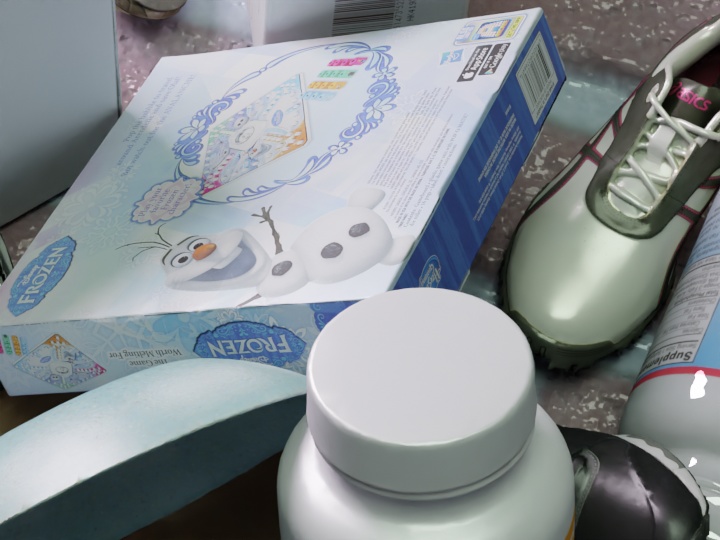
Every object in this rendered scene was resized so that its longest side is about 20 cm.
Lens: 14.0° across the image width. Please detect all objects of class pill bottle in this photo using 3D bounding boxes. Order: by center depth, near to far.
[{"bbox_3d":[0.026,0.107,1.102,0.111,0.201,0.112,-1,42,1],"label":"pill bottle"},{"bbox_3d":[0.176,0.049,1.254,0.108,0.109,0.201,21,61,8],"label":"pill bottle"}]

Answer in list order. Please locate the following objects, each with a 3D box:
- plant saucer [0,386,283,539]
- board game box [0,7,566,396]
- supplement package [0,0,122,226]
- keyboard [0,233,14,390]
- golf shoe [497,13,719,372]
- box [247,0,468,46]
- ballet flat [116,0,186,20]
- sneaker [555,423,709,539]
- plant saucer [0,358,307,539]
[{"bbox_3d":[-0.093,0.100,1.254,0.199,0.030,0.201,1,59,-2],"label":"plant saucer"},{"bbox_3d":[-0.035,-0.029,1.239,0.198,0.044,0.200,-4,37,29],"label":"board game box"},{"bbox_3d":[-0.196,-0.103,1.263,0.155,0.200,0.111,-31,66,-19],"label":"supplement package"},{"bbox_3d":[-0.235,0.051,1.237,0.199,0.040,0.105,-21,79,-1],"label":"keyboard"},{"bbox_3d":[0.127,-0.046,1.320,0.077,0.088,0.200,31,64,12],"label":"golf shoe"},{"bbox_3d":[-0.011,-0.204,1.370,0.097,0.125,0.201,-6,61,-8],"label":"box"},{"bbox_3d":[-0.142,-0.196,1.416,0.067,0.046,0.200,-11,62,-46],"label":"ballet flat"},{"bbox_3d":[0.051,0.087,1.192,0.087,0.076,0.200,9,10,-41],"label":"sneaker"},{"bbox_3d":[-0.104,0.076,1.132,0.200,0.201,0.039,-25,80,-17],"label":"plant saucer"}]
